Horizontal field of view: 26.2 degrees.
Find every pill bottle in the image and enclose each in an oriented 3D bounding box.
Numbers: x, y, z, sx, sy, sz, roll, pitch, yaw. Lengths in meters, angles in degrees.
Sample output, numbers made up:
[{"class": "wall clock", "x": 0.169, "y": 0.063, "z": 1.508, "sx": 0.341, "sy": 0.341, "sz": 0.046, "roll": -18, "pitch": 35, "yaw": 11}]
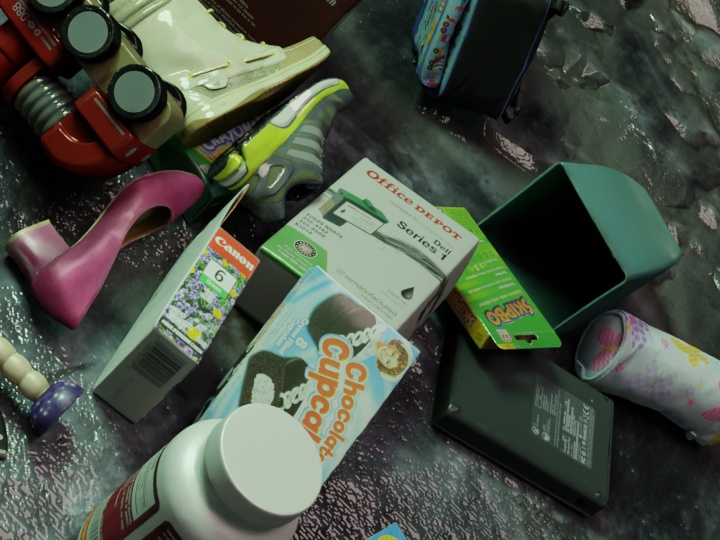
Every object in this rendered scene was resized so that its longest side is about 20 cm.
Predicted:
[{"class": "pill bottle", "x": -0.116, "y": 0.180, "z": 1.127, "sx": 0.113, "sy": 0.200, "sz": 0.113, "roll": 23, "pitch": 47, "yaw": -27}]

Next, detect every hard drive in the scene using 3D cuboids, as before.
[{"class": "hard drive", "x": 0.164, "y": 0.139, "z": 1.534, "sx": 0.200, "sy": 0.033, "sz": 0.140, "roll": 32, "pitch": 43, "yaw": -19}]

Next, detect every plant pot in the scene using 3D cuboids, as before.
[{"class": "plant pot", "x": 0.247, "y": -0.025, "z": 1.658, "sx": 0.200, "sy": 0.141, "sz": 0.142, "roll": -9, "pitch": 66, "yaw": -53}]

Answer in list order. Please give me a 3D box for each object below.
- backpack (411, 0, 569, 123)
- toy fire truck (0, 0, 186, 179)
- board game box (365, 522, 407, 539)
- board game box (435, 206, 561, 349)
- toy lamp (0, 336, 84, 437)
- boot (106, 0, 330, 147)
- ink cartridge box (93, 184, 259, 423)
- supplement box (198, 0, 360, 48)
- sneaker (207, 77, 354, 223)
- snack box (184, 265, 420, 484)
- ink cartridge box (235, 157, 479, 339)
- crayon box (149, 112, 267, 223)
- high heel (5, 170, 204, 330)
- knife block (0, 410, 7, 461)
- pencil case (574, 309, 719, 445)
[{"class": "backpack", "x": 0.138, "y": -0.293, "z": 1.737, "sx": 0.134, "sy": 0.183, "sz": 0.200, "roll": 15, "pitch": 34, "yaw": -11}, {"class": "toy fire truck", "x": -0.275, "y": -0.140, "z": 1.304, "sx": 0.176, "sy": 0.200, "sz": 0.129, "roll": 51, "pitch": 4, "yaw": 6}, {"class": "board game box", "x": 0.004, "y": 0.329, "z": 1.230, "sx": 0.200, "sy": 0.056, "sz": 0.196, "roll": -21, "pitch": 76, "yaw": -48}, {"class": "board game box", "x": 0.117, "y": 0.011, "z": 1.558, "sx": 0.095, "sy": 0.030, "sz": 0.200, "roll": 0, "pitch": 42, "yaw": -41}, {"class": "toy lamp", "x": -0.299, "y": 0.039, "z": 1.185, "sx": 0.200, "sy": 0.058, "sz": 0.058, "roll": 45, "pitch": 41, "yaw": -7}, {"class": "boot", "x": -0.132, "y": -0.215, "z": 1.432, "sx": 0.200, "sy": 0.072, "sz": 0.155, "roll": -33, "pitch": 84, "yaw": -41}, {"class": "ink cartridge box", "x": -0.140, "y": 0.025, "z": 1.293, "sx": 0.050, "sy": 0.109, "sz": 0.200, "roll": 39, "pitch": 42, "yaw": -10}, {"class": "supplement box", "x": -0.087, "y": -0.318, "z": 1.533, "sx": 0.197, "sy": 0.200, "sz": 0.133, "roll": 43, "pitch": 41, "yaw": -6}, {"class": "sneaker", "x": -0.062, "y": -0.110, "z": 1.431, "sx": 0.081, "sy": 0.074, "sz": 0.200, "roll": 55, "pitch": 46, "yaw": -11}, {"class": "snack box", "x": -0.055, "y": 0.110, "z": 1.280, "sx": 0.116, "sy": 0.037, "sz": 0.200, "roll": 39, "pitch": 77, "yaw": -10}, {"class": "ink cartridge box", "x": 0.000, "y": 0.000, "z": 1.433, "sx": 0.146, "sy": 0.085, "sz": 0.200, "roll": 36, "pitch": 41, "yaw": 8}, {"class": "crayon box", "x": -0.158, "y": -0.153, "z": 1.458, "sx": 0.125, "sy": 0.052, "sz": 0.200, "roll": -23, "pitch": 76, "yaw": -48}, {"class": "high heel", "x": -0.194, "y": -0.019, "z": 1.305, "sx": 0.200, "sy": 0.067, "sz": 0.096, "roll": -23, "pitch": 66, "yaw": -43}, {"class": "knife block", "x": -0.300, "y": 0.048, "z": 1.073, "sx": 0.064, "sy": 0.175, "sz": 0.201, "roll": -1, "pitch": 100, "yaw": -42}, {"class": "pencil case", "x": 0.324, "y": 0.115, "z": 1.654, "sx": 0.199, "sy": 0.091, "sz": 0.083, "roll": 27, "pitch": 27, "yaw": -24}]
